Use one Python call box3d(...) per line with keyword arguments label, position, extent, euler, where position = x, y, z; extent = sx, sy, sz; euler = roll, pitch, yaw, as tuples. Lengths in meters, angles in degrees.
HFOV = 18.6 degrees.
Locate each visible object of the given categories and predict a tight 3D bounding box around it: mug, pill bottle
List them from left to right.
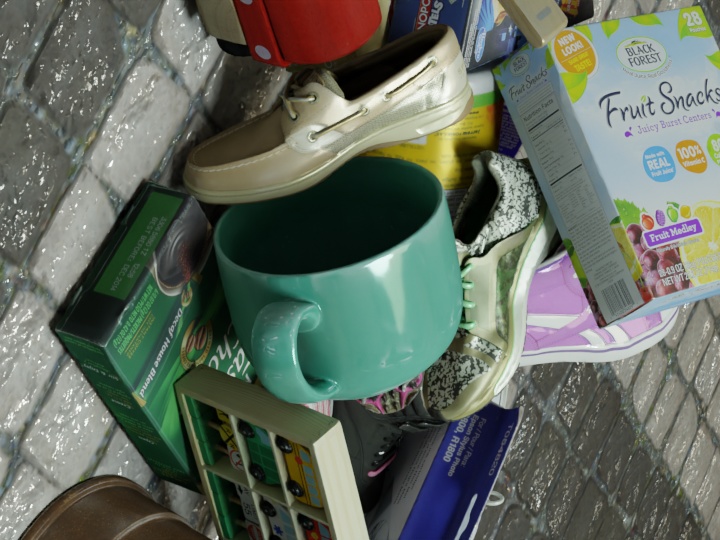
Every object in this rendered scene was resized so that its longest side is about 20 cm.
box3d(label="mug", position=(-0.022, 0.020, 1.405), extent=(0.184, 0.152, 0.115), euler=(-30, 124, -28))
box3d(label="pill bottle", position=(0.042, -0.062, 1.596), extent=(0.111, 0.110, 0.202), euler=(-28, 129, -53))

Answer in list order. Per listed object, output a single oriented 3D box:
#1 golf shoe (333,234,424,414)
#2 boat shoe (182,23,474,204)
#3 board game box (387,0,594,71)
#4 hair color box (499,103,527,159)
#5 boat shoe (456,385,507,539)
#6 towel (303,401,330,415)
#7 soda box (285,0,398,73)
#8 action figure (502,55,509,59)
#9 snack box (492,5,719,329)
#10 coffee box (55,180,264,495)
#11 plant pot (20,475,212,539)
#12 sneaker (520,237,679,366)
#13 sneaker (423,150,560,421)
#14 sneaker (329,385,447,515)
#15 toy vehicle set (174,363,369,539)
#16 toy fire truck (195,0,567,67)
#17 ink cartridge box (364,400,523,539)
box3d(label="golf shoe", position=(0.000, 0.000, 1.537), extent=(0.092, 0.072, 0.202), euler=(-97, 171, -75))
box3d(label="boat shoe", position=(-0.026, -0.103, 1.420), extent=(0.199, 0.072, 0.065), euler=(-20, 125, -4))
box3d(label="board game box", position=(0.108, -0.238, 1.533), extent=(0.199, 0.061, 0.202), euler=(-6, 109, -61))
box3d(label="hair color box", position=(0.098, -0.047, 1.759), extent=(0.201, 0.064, 0.110), euler=(-59, 151, -20))
box3d(label="boat shoe", position=(0.084, 0.168, 1.859), extent=(0.086, 0.074, 0.204), euler=(32, 68, -65))
box3d(label="towel", position=(-0.041, 0.106, 1.555), extent=(0.201, 0.030, 0.147), euler=(-87, 176, -57))
box3d(label="soda box", position=(0.024, -0.207, 1.532), extent=(0.200, 0.064, 0.068), euler=(-45, 141, -40))
box3d(label="action figure", position=(0.140, -0.101, 1.659), extent=(0.065, 0.199, 0.100), euler=(23, 90, -62))
box3d(label="snack box", position=(0.204, -0.076, 1.542), extent=(0.168, 0.068, 0.201), euler=(-15, 77, -39))
box3d(label="coffee box", position=(-0.119, 0.048, 1.439), extent=(0.123, 0.044, 0.200), euler=(-60, 150, -24))
box3d(label="plant pot", position=(-0.112, 0.258, 1.413), extent=(0.200, 0.197, 0.202), euler=(-36, 135, -47))
box3d(label="sneaker", position=(0.172, 0.009, 1.663), extent=(0.199, 0.073, 0.115), euler=(-10, 132, -31))
box3d(label="sneaker", position=(0.074, 0.004, 1.530), extent=(0.088, 0.077, 0.202), euler=(24, 82, -43))
box3d(label="sneaker", position=(0.025, 0.119, 1.685), extent=(0.071, 0.099, 0.201), euler=(-42, 141, -46))
box3d(label="toy vehicle set", position=(-0.048, 0.163, 1.431), extent=(0.026, 0.124, 0.201), euler=(-39, 132, -34))
box3d(label="toy fire truck", position=(0.016, -0.192, 1.379), extent=(0.176, 0.199, 0.129), euler=(-55, 147, -29))
box3d(label="ink cartridge box", position=(0.045, 0.191, 1.709), extent=(0.201, 0.040, 0.200), euler=(-66, -169, -13))
